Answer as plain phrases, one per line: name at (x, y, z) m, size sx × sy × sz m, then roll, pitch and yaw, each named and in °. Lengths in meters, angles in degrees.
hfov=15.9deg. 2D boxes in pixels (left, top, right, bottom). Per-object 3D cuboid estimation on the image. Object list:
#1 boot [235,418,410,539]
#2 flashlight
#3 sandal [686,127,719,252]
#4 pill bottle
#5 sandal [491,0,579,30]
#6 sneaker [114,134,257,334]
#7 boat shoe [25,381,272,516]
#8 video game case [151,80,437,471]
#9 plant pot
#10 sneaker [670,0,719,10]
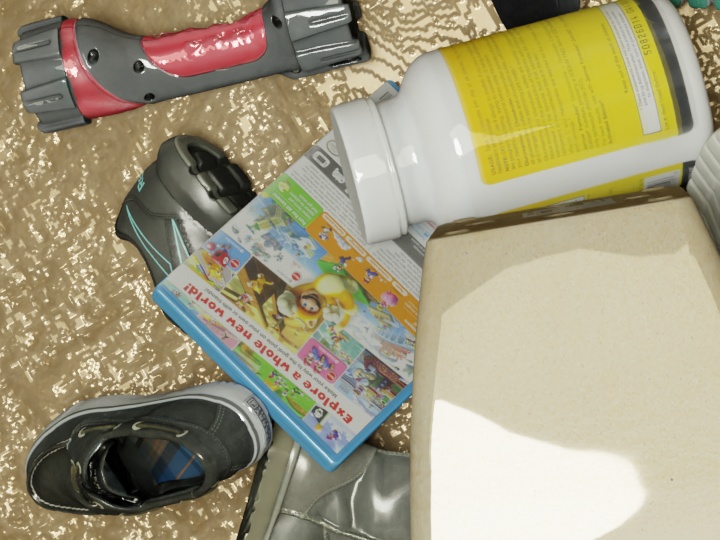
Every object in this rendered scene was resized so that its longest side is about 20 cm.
boot at (0.027, 0.177, 1.498) m, size 0.200 × 0.073 × 0.182 m, roll 14°, pitch 113°, yaw -7°
flashlight at (-0.100, -0.134, 1.515) m, size 0.200 × 0.068 × 0.068 m, roll -14°, pitch 85°, yaw 9°
sandal at (0.215, -0.028, 1.416) m, size 0.050 × 0.203 × 0.083 m, roll -21°, pitch 70°, yaw -19°
pill bottle at (0.089, -0.079, 1.447) m, size 0.200 × 0.112 × 0.112 m, roll -15°, pitch 88°, yaw -4°
sandal at (0.061, -0.221, 1.482) m, size 0.043 × 0.076 × 0.200 m, roll -27°, pitch 85°, yaw -32°
sneaker at (-0.066, 0.016, 1.516) m, size 0.079 × 0.075 × 0.200 m, roll -42°, pitch 79°, yaw 21°
boat shoe at (-0.134, 0.108, 1.474) m, size 0.200 × 0.057 × 0.069 m, roll -19°, pitch 104°, yaw 44°
video game case at (0.000, 0.000, 1.474) m, size 0.143 × 0.018 × 0.200 m, roll 44°, pitch 64°, yaw 6°
plant pot at (0.116, 0.054, 1.343) m, size 0.200 × 0.200 × 0.177 m, roll -10°, pitch 93°, yaw 5°
sneaker at (0.203, -0.199, 1.482) m, size 0.200 × 0.074 × 0.088 m, roll 20°, pitch 63°, yaw 12°
